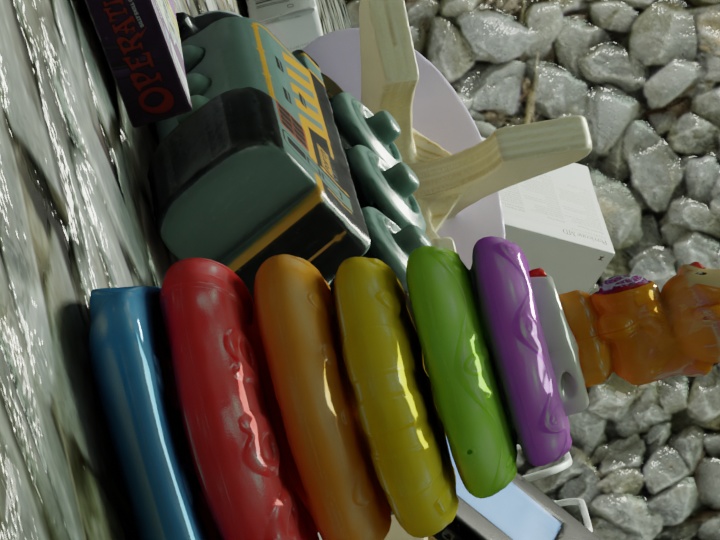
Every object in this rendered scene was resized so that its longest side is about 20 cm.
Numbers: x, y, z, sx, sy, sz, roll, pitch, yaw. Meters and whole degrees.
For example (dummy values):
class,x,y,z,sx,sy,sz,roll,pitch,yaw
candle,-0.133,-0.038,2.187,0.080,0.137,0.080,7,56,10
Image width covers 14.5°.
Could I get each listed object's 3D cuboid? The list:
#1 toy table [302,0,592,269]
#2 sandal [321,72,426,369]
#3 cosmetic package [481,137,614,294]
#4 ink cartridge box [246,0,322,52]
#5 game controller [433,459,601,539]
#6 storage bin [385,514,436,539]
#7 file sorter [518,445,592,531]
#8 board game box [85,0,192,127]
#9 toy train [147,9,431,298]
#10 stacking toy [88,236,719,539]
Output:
class,x,y,z,sx,sy,sz,roll,pitch,yaw
toy table,0.018,-0.044,1.465,0.117,0.184,0.200,123,-55,-72
sandal,-0.005,0.003,1.335,0.070,0.078,0.212,55,10,-50
cosmetic package,0.047,-0.042,1.683,0.051,0.200,0.083,-60,-153,33
ink cartridge box,-0.050,-0.167,1.892,0.200,0.057,0.163,84,-6,-55
game controller,0.042,0.098,1.314,0.200,0.042,0.104,38,8,2
storage bin,0.061,0.234,1.379,0.200,0.094,0.199,-92,166,-75
file sorter,0.069,0.093,1.908,0.139,0.124,0.200,-81,155,-83
board game box,-0.106,-0.165,1.037,0.120,0.032,0.200,-97,171,-51
toy train,-0.033,-0.036,1.120,0.114,0.085,0.200,47,14,-26
stacking toy,0.027,0.032,0.839,0.116,0.200,0.110,11,63,-85
